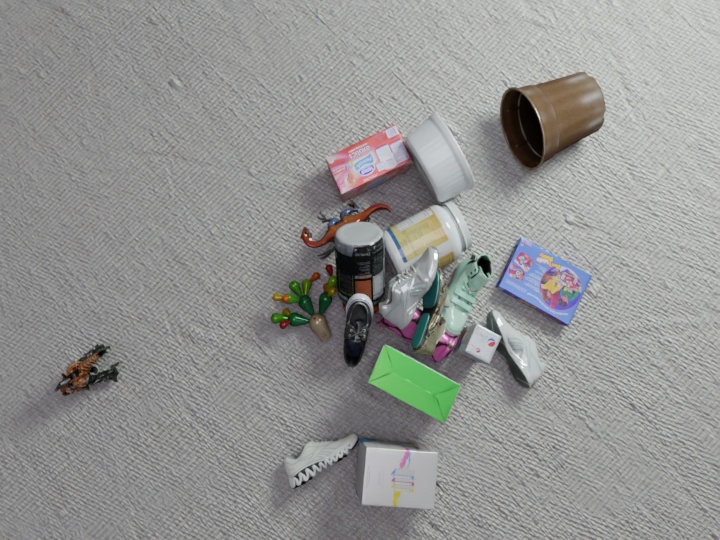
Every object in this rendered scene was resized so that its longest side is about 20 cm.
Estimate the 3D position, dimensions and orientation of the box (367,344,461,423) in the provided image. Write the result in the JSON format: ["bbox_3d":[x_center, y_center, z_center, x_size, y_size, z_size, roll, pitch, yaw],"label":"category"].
[{"bbox_3d":[0.122,0.258,1.434,0.196,0.177,0.099,27,84,4],"label":"box"}]

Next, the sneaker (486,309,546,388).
[{"bbox_3d":[0.378,0.181,1.499,0.079,0.070,0.204,-30,86,-18],"label":"sneaker"}]

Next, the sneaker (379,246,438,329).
[{"bbox_3d":[0.111,0.032,1.388,0.079,0.071,0.204,26,101,-10],"label":"sneaker"}]

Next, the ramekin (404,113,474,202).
[{"bbox_3d":[0.188,-0.266,1.486,0.096,0.200,0.204,-30,84,5],"label":"ramekin"}]

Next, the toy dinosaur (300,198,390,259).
[{"bbox_3d":[-0.056,-0.114,1.490,0.107,0.198,0.181,56,43,-4],"label":"toy dinosaur"}]

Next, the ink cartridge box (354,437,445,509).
[{"bbox_3d":[0.094,0.472,1.426,0.193,0.129,0.130,6,84,-7],"label":"ink cartridge box"}]

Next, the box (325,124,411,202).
[{"bbox_3d":[0.021,-0.266,1.535,0.195,0.095,0.105,-26,84,-2],"label":"box"}]

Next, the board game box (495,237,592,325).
[{"bbox_3d":[0.453,0.028,1.519,0.196,0.045,0.137,29,85,4],"label":"board game box"}]

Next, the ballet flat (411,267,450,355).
[{"bbox_3d":[0.174,0.101,1.435,0.074,0.067,0.206,21,78,-27],"label":"ballet flat"}]

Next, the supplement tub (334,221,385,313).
[{"bbox_3d":[0.000,0.000,1.455,0.118,0.124,0.205,0,121,1],"label":"supplement tub"}]

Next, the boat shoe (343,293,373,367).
[{"bbox_3d":[-0.011,0.148,1.445,0.068,0.204,0.067,9,39,-6],"label":"boat shoe"}]

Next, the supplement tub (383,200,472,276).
[{"bbox_3d":[0.158,-0.067,1.485,0.196,0.145,0.148,-27,84,-2],"label":"supplement tub"}]

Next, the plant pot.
[{"bbox_3d":[0.475,-0.380,1.501,0.193,0.200,0.205,-23,83,-10],"label":"plant pot"}]

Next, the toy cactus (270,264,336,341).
[{"bbox_3d":[-0.121,0.095,1.508,0.197,0.102,0.168,-33,94,-11],"label":"toy cactus"}]

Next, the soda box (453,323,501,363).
[{"bbox_3d":[0.269,0.172,1.428,0.062,0.200,0.070,26,84,5],"label":"soda box"}]

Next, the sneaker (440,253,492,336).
[{"bbox_3d":[0.253,0.052,1.458,0.072,0.118,0.205,24,68,-12],"label":"sneaker"}]

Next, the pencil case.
[{"bbox_3d":[0.138,0.146,1.492,0.197,0.091,0.095,33,93,3],"label":"pencil case"}]

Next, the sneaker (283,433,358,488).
[{"bbox_3d":[-0.096,0.441,1.474,0.196,0.075,0.082,-30,72,-5],"label":"sneaker"}]

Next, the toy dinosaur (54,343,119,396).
[{"bbox_3d":[-0.657,0.248,1.467,0.196,0.134,0.105,-10,100,41],"label":"toy dinosaur"}]
